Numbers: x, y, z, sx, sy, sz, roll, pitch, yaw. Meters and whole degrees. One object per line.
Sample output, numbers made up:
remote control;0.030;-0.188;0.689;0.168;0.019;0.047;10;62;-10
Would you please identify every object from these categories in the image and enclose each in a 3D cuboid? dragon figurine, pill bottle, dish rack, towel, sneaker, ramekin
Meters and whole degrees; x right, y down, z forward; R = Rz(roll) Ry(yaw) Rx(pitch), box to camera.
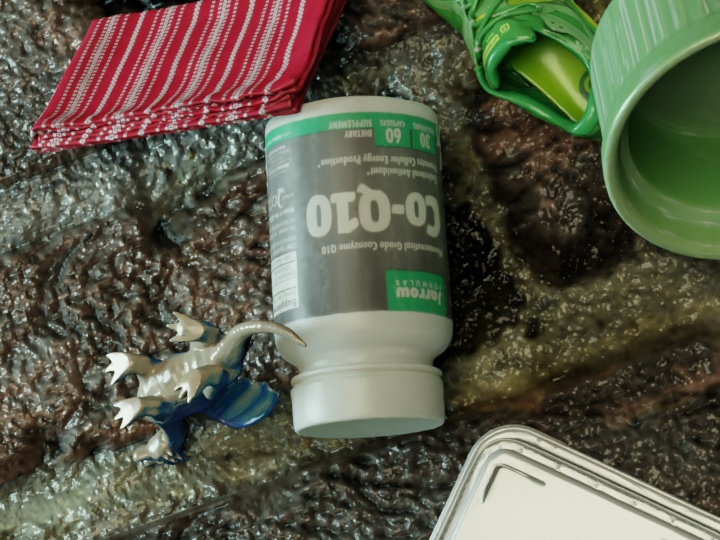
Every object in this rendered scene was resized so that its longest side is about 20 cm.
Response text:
dragon figurine;-0.090;0.066;1.577;0.200;0.099;0.059;-31;65;33
pill bottle;0.000;0.000;1.578;0.113;0.113;0.201;-7;79;15
dish rack;0.127;0.201;1.541;0.200;0.044;0.172;24;87;18
towel;-0.108;-0.137;1.627;0.200;0.023;0.145;-8;37;24
sneaker;0.098;-0.155;1.587;0.200;0.084;0.074;42;115;20
ramekin;0.231;-0.109;1.485;0.200;0.200;0.098;-22;47;12
